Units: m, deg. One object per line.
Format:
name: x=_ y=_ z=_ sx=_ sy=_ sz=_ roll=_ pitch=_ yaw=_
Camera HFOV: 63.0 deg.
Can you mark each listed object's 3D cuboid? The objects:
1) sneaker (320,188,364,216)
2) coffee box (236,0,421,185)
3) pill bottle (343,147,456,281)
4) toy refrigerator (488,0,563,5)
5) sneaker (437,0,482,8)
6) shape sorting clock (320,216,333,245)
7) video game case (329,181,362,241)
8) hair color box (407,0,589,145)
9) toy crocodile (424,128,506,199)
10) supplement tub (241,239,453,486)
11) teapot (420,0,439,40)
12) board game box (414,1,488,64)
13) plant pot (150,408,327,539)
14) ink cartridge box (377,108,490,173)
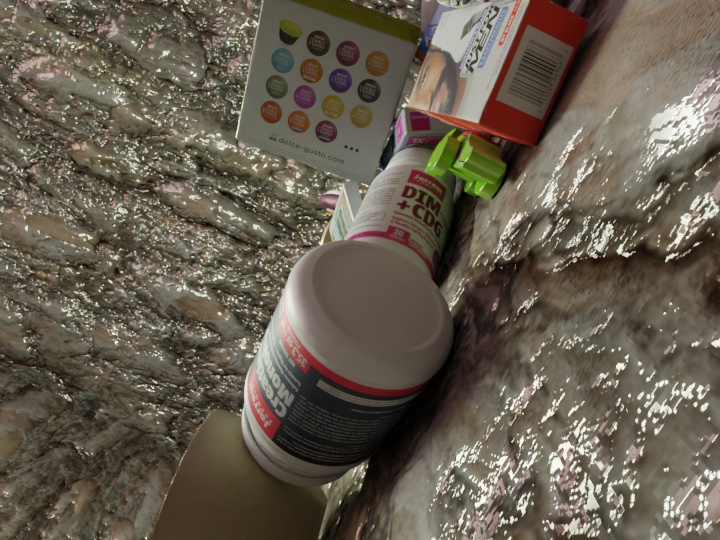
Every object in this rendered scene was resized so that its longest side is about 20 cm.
sneaker: x=0.001 y=-0.063 z=0.949 sx=0.090 sy=0.200 sz=0.075 roll=-62 pitch=-31 yaw=-5
coffee box: x=-0.039 y=-0.273 z=0.839 sx=0.200 sy=0.199 sz=0.198 roll=-74 pitch=4 yaw=-61
pill bottle: x=0.051 y=-0.055 z=0.711 sx=0.113 sy=0.113 sz=0.200 roll=119 pitch=175 yaw=-48
toy refrigerator: x=0.188 y=-0.327 z=0.701 sx=0.070 sy=0.076 sz=0.200 roll=57 pitch=132 yaw=42
sneaker: x=0.163 y=-0.301 z=0.553 sx=0.083 sy=0.199 sz=0.081 roll=-5 pitch=-97 yaw=-61
shape sorting clock: x=-0.009 y=-0.038 z=1.183 sx=0.039 sy=0.200 sz=0.201 roll=15 pitch=77 yaw=47
video game case: x=0.000 y=0.000 z=0.836 sx=0.182 sy=0.024 sz=0.201 roll=121 pitch=134 yaw=-72
hair color box: x=0.119 y=-0.194 z=0.572 sx=0.200 sy=0.064 sz=0.111 roll=-124 pitch=54 yaw=-68
toy crocodile: x=0.111 y=-0.116 z=0.607 sx=0.062 sy=0.067 sz=0.200 roll=-64 pitch=3 yaw=10
supplement tub: x=-0.021 y=0.086 z=0.512 sx=0.200 sy=0.140 sz=0.141 roll=-62 pitch=4 yaw=40
teapot: x=0.186 y=-0.381 z=0.860 sx=0.197 sy=0.146 sz=0.201 roll=-11 pitch=-64 yaw=-60
board game box: x=0.135 y=-0.254 z=0.686 sx=0.103 sy=0.019 sz=0.200 roll=-60 pitch=41 yaw=31
plant pot: x=-0.108 y=0.252 z=0.574 sx=0.200 sy=0.134 sz=0.201 roll=15 pitch=-90 yaw=-87
ink cartridge box: x=0.097 y=-0.167 z=0.817 sx=0.200 sy=0.119 sz=0.042 roll=134 pitch=131 yaw=-78
